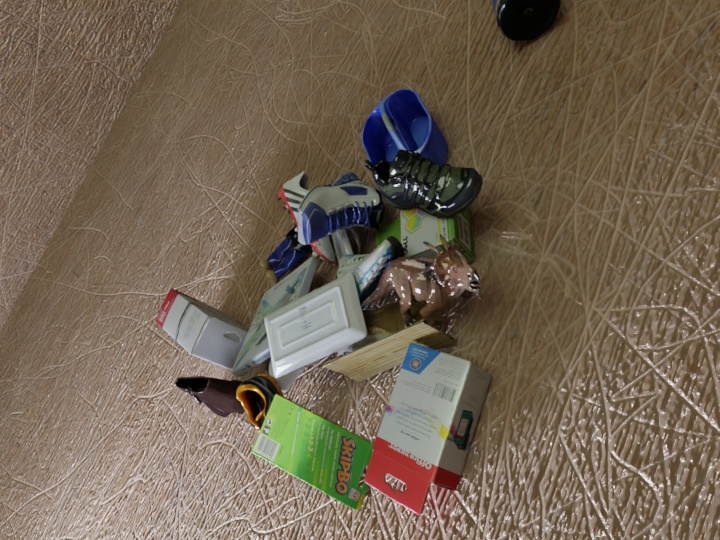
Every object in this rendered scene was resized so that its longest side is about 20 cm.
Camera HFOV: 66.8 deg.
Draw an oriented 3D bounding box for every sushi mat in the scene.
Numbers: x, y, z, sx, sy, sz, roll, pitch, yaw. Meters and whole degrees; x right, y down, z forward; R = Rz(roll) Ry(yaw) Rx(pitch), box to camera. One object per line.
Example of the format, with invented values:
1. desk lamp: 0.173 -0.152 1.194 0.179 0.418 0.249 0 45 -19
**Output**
1. sushi mat: 0.044 0.127 0.841 0.196 0.095 0.012 -28 49 29

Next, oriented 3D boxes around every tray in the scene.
1. tray: -0.082 0.089 0.882 0.196 0.022 0.111 -27 66 26

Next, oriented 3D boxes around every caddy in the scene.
1. caddy: 0.076 -0.249 1.022 0.140 0.104 0.204 -38 46 20

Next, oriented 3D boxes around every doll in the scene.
1. doll: -0.124 -0.065 1.147 0.201 0.048 0.137 -48 46 4

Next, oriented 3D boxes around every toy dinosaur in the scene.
1. toy dinosaur: 0.090 0.011 0.802 0.193 0.138 0.087 1 45 24

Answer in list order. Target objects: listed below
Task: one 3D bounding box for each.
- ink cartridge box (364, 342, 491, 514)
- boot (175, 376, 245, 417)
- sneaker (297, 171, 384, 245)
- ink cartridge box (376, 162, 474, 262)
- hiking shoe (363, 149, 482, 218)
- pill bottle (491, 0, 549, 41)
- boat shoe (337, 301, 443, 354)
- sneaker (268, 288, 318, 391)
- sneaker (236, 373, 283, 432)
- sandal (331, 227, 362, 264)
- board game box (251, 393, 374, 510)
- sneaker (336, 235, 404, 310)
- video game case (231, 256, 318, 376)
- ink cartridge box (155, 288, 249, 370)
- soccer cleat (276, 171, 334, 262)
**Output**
1. ink cartridge box: 0.093 0.219 0.762 0.114 0.067 0.206 10 73 46
2. boot: -0.282 0.227 1.037 0.195 0.165 0.075 -5 61 41
3. sneaker: -0.020 -0.111 0.984 0.112 0.083 0.199 22 40 26
4. ink cartridge box: 0.087 -0.065 0.927 0.195 0.075 0.153 -21 53 32
5. hiking shoe: 0.091 -0.137 0.837 0.196 0.100 0.078 5 69 44
6. pill bottle: 0.285 -0.524 0.983 0.109 0.111 0.206 -23 52 31
7. boat shoe: 0.043 0.102 0.883 0.192 0.071 0.072 -5 40 20
8. sneaker: -0.099 0.133 0.993 0.079 0.070 0.205 25 84 44
9. sneaker: -0.143 0.263 0.923 0.199 0.077 0.079 43 100 23
10. sandal: -0.020 -0.047 1.033 0.048 0.084 0.208 -8 55 -12
11. board game box: -0.068 0.281 0.852 0.194 0.030 0.098 22 80 19
12. sneaker: 0.000 0.000 0.897 0.088 0.073 0.201 56 139 19
13. video game case: -0.163 0.088 1.049 0.180 0.022 0.204 -34 29 40
14. ink cartridge box: -0.323 0.127 1.150 0.197 0.145 0.085 21 81 48
15. soccer cleat: -0.095 -0.108 1.085 0.084 0.068 0.203 -38 64 10
